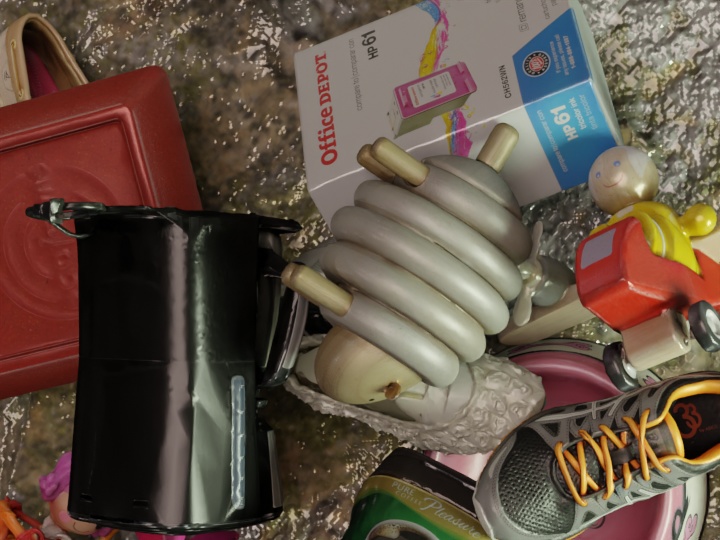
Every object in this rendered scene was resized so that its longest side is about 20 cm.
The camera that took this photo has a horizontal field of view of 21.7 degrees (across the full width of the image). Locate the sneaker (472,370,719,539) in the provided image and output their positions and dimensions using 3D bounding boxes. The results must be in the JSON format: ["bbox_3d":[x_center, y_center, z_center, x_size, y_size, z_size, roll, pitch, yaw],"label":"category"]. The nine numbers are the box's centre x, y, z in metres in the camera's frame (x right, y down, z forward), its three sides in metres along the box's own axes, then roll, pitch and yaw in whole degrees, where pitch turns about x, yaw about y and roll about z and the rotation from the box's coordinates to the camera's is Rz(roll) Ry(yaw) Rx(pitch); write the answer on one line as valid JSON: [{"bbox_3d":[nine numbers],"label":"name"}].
[{"bbox_3d":[0.160,0.108,1.143,0.199,0.077,0.079,-24,88,-15],"label":"sneaker"}]

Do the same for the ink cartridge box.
[{"bbox_3d":[0.061,-0.107,1.243,0.198,0.085,0.145,-22,43,13],"label":"ink cartridge box"}]

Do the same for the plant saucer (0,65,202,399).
[{"bbox_3d":[-0.207,-0.021,1.301,0.198,0.037,0.202,-13,95,14],"label":"plant saucer"}]

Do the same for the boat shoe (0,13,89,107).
[{"bbox_3d":[-0.209,-0.095,1.343,0.069,0.073,0.201,-45,72,43],"label":"boat shoe"}]

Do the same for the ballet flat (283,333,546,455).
[{"bbox_3d":[0.023,0.076,1.218,0.199,0.071,0.073,6,86,37],"label":"ballet flat"}]

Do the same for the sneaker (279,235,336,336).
[{"bbox_3d":[0.000,0.000,1.298,0.199,0.074,0.080,-19,49,19],"label":"sneaker"}]

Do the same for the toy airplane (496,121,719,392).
[{"bbox_3d":[0.192,-0.014,1.176,0.199,0.199,0.142,-23,83,-16],"label":"toy airplane"}]

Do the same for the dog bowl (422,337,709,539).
[{"bbox_3d":[0.128,0.143,1.241,0.198,0.074,0.202,-1,84,15],"label":"dog bowl"}]

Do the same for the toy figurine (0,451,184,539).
[{"bbox_3d":[-0.206,0.195,1.286,0.185,0.200,0.150,-52,36,-7],"label":"toy figurine"}]

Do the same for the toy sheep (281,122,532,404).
[{"bbox_3d":[0.037,-0.006,1.143,0.137,0.138,0.201,32,87,15],"label":"toy sheep"}]

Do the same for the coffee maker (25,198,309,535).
[{"bbox_3d":[-0.132,0.063,1.189,0.190,0.134,0.202,3,87,-29],"label":"coffee maker"}]

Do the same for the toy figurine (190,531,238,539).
[{"bbox_3d":[-0.069,0.260,1.226,0.150,0.199,0.186,-34,69,38],"label":"toy figurine"}]

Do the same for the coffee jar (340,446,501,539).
[{"bbox_3d":[0.016,0.205,1.140,0.104,0.086,0.200,26,54,13],"label":"coffee jar"}]
